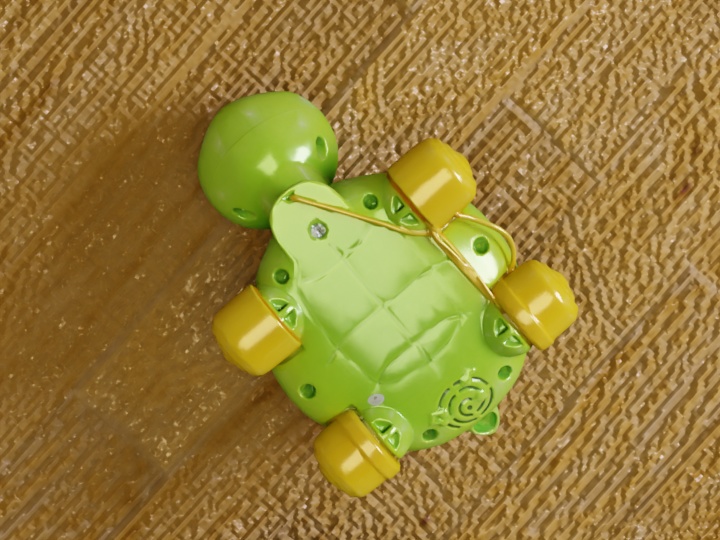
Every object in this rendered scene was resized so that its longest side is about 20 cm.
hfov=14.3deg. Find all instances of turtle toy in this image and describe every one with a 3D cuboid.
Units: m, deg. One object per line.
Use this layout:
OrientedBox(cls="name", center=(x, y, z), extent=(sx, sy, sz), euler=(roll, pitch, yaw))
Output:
OrientedBox(cls="turtle toy", center=(0.000, 0.000, 1.359), extent=(0.146, 0.101, 0.200), euler=(-39, 98, 3))
